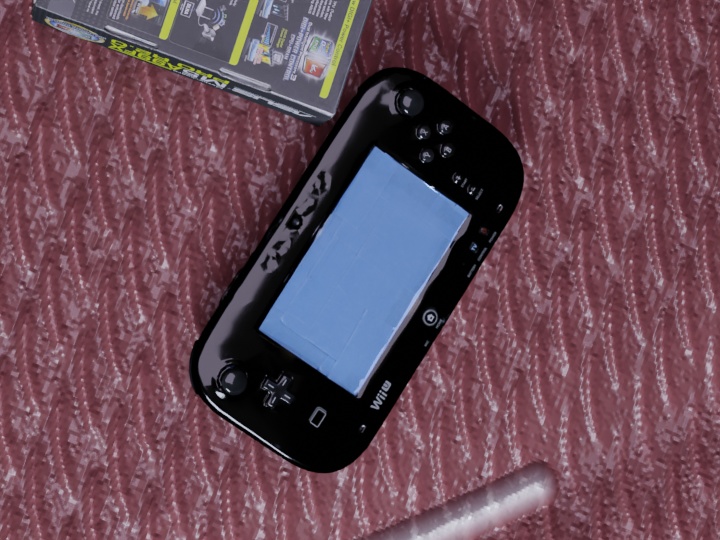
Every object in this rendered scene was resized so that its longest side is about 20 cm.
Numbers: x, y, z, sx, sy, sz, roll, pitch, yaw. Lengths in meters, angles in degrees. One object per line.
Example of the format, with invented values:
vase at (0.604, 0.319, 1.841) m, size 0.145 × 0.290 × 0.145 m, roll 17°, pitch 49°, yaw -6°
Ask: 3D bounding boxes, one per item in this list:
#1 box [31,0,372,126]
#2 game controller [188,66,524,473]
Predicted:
box at (-0.059, -0.194, 1.014) m, size 0.159 × 0.044 × 0.201 m, roll 19°, pitch 85°, yaw -11°
game controller at (0.000, 0.000, 1.021) m, size 0.104 × 0.042 × 0.201 m, roll 33°, pitch 83°, yaw -8°
